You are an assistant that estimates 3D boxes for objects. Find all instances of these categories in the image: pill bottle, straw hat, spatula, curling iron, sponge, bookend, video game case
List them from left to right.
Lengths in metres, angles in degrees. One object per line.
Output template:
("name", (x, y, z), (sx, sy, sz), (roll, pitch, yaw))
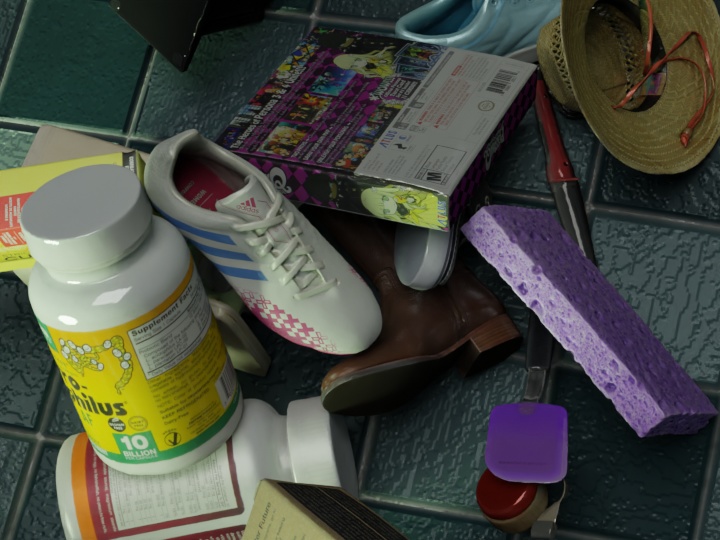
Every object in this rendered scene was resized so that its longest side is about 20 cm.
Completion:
("pill bottle", (-0.158, 0.032, 1.464), (0.112, 0.200, 0.113), (-11, 37, 8))
("pill bottle", (-0.108, 0.152, 1.549), (0.199, 0.110, 0.110), (-12, 67, 7))
("bookend", (-0.072, -0.277, 1.704), (0.092, 0.199, 0.200), (43, 127, 23))
("video game case", (0.012, -0.106, 1.553), (0.181, 0.036, 0.200), (12, 36, 17))
("spatula", (0.123, 0.077, 1.528), (0.056, 0.021, 0.200), (0, 36, 9))
("curling iron", (0.161, -0.073, 1.622), (0.049, 0.026, 0.200), (-8, 68, 6))
("sponge", (0.163, 0.035, 1.525), (0.030, 0.111, 0.200), (-46, 70, 19))
("straw hat", (0.180, -0.155, 1.594), (0.085, 0.201, 0.202), (-7, 64, 45))

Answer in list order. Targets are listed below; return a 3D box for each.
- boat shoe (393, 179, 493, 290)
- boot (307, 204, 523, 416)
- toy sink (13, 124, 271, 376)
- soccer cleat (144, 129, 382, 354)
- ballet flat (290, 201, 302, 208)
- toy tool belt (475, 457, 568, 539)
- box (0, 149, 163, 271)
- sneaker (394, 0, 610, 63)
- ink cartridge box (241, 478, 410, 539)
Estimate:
("boat shoe", (0.067, -0.052, 1.583), (0.066, 0.070, 0.200), (20, 34, -13))
("boot", (0.000, 0.000, 1.576), (0.186, 0.064, 0.200), (-15, 62, -40))
("toy sink", (-0.151, -0.018, 1.615), (0.200, 0.130, 0.112), (17, 73, 19))
("soccer cleat", (-0.064, -0.018, 1.464), (0.200, 0.086, 0.070), (39, 66, -1))
("ballet flat", (-0.062, -0.076, 1.595), (0.069, 0.070, 0.200), (-8, 24, 10))
("toy tool belt", (0.105, 0.243, 1.480), (0.125, 0.123, 0.200), (-4, 56, 35))
("box", (-0.241, -0.036, 1.532), (0.199, 0.075, 0.050), (-7, 68, 9))
("sneaker", (0.116, -0.204, 1.646), (0.200, 0.082, 0.074), (-32, 51, -1))
("ink cartridge box", (-0.027, 0.262, 1.434), (0.165, 0.075, 0.200), (34, 110, 50))
